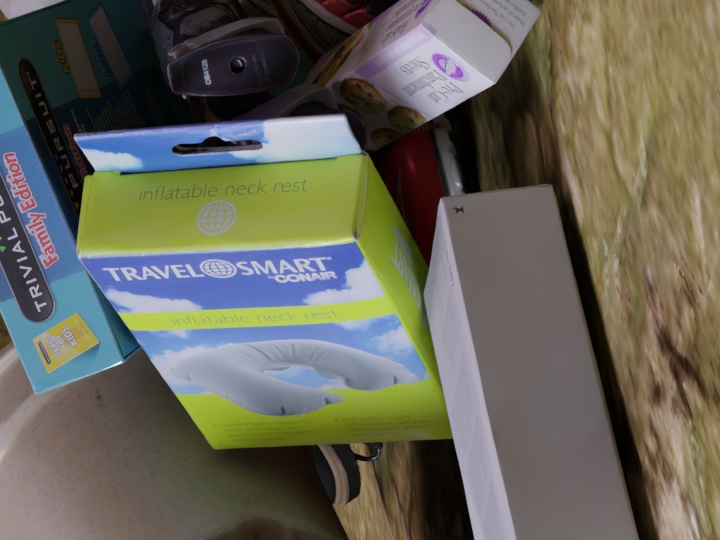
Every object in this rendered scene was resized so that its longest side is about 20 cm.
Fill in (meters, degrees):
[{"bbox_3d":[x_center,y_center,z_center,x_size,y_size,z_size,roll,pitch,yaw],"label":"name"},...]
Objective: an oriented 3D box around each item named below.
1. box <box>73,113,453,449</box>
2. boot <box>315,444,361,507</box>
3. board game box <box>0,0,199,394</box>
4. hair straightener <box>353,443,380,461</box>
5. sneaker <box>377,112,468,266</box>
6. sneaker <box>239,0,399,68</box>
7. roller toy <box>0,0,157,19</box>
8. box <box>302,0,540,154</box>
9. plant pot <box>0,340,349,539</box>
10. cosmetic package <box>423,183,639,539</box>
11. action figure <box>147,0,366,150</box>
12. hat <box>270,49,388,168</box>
[{"bbox_3d":[-0.034,0.010,1.171,0.200,0.121,0.048,60,-149,-55],"label":"box"},{"bbox_3d":[-0.087,0.098,1.476,0.077,0.138,0.200,44,170,39],"label":"boot"},{"bbox_3d":[-0.121,-0.044,1.256,0.151,0.047,0.200,68,-162,-6],"label":"board game box"},{"bbox_3d":[-0.015,0.006,1.543,0.077,0.041,0.201,149,109,-84],"label":"hair straightener"},{"bbox_3d":[0.000,0.000,1.288,0.200,0.085,0.077,113,149,-55],"label":"sneaker"},{"bbox_3d":[-0.051,-0.161,1.310,0.200,0.078,0.082,49,144,21],"label":"sneaker"},{"bbox_3d":[-0.120,-0.215,1.606,0.182,0.139,0.201,-136,62,-65],"label":"roller toy"},{"bbox_3d":[0.017,-0.085,1.185,0.039,0.041,0.200,-57,11,-17],"label":"box"},{"bbox_3d":[-0.085,0.137,1.319,0.184,0.200,0.201,-134,38,-59],"label":"plant pot"},{"bbox_3d":[0.069,0.074,1.079,0.083,0.050,0.201,94,166,-62],"label":"cosmetic package"},{"bbox_3d":[-0.065,-0.093,1.229,0.131,0.069,0.200,67,170,-20],"label":"action figure"},{"bbox_3d":[-0.070,-0.064,1.384,0.166,0.175,0.201,-115,21,-59],"label":"hat"}]
